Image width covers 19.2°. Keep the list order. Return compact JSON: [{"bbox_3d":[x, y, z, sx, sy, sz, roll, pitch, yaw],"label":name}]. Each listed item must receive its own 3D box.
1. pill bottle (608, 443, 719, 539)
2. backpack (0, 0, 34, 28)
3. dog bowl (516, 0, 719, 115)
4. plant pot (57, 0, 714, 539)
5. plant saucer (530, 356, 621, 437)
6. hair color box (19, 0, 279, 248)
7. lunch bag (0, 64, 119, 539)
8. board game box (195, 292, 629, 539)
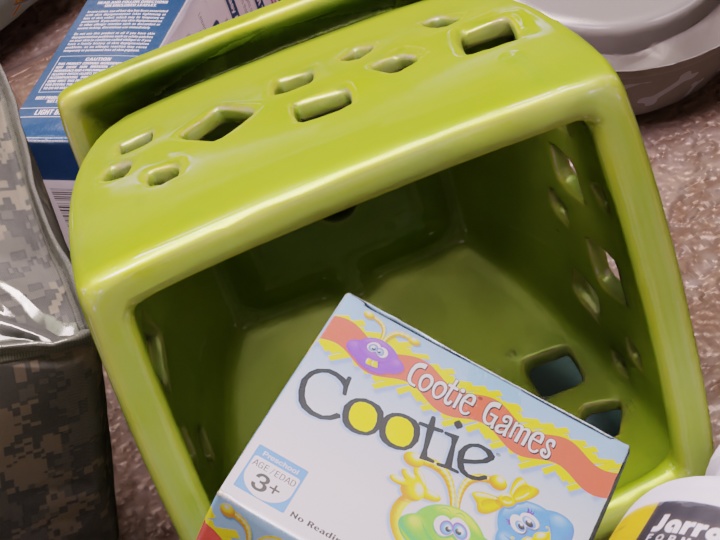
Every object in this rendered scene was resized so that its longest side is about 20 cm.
[{"bbox_3d":[0.118,0.141,0.718,0.112,0.112,0.200,15,52,32],"label":"pill bottle"},{"bbox_3d":[-0.238,-0.225,1.160,0.175,0.201,0.153,17,46,42],"label":"backpack"},{"bbox_3d":[0.110,-0.160,1.040,0.199,0.059,0.201,1,58,-2],"label":"dog bowl"},{"bbox_3d":[0.000,0.000,0.814,0.198,0.201,0.182,-22,34,-4],"label":"plant pot"},{"bbox_3d":[0.028,0.069,0.890,0.199,0.027,0.201,-10,42,9],"label":"plant saucer"},{"bbox_3d":[-0.095,-0.094,1.051,0.060,0.100,0.200,3,45,24],"label":"hair color box"},{"bbox_3d":[-0.172,0.011,0.843,0.117,0.164,0.200,-13,52,-14],"label":"lunch bag"},{"bbox_3d":[-0.010,0.127,0.682,0.105,0.200,0.103,28,40,5],"label":"board game box"}]
